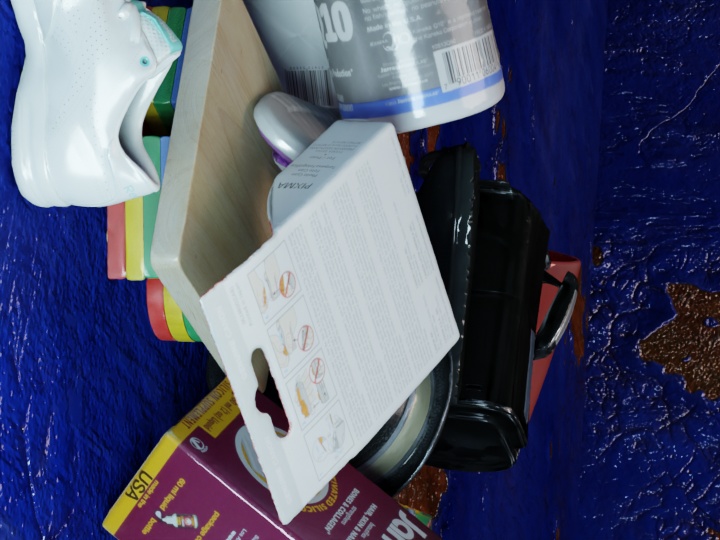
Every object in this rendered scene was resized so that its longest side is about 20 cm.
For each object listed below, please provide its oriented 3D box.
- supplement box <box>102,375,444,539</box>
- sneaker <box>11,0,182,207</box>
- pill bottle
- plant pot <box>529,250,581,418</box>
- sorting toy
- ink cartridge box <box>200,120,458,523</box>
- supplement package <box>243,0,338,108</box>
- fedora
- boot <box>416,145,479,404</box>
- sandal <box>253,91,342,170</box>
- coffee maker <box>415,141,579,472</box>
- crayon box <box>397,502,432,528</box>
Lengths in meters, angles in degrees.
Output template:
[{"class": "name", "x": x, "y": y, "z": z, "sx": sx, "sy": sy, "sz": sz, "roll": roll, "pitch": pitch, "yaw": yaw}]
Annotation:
[{"class": "supplement box", "x": -0.042, "y": 0.169, "z": 1.178, "sx": 0.086, "sy": 0.200, "sz": 0.110, "roll": -53, "pitch": 176, "yaw": 26}, {"class": "sneaker", "x": -0.139, "y": -0.135, "z": 1.030, "sx": 0.075, "sy": 0.088, "sz": 0.202, "roll": -29, "pitch": 118, "yaw": -73}, {"class": "pill bottle", "x": 0.021, "y": -0.198, "z": 1.257, "sx": 0.114, "sy": 0.113, "sz": 0.202, "roll": -49, "pitch": 127, "yaw": -69}, {"class": "plant pot", "x": 0.106, "y": 0.061, "z": 1.879, "sx": 0.200, "sy": 0.199, "sz": 0.179, "roll": -14, "pitch": 114, "yaw": -76}, {"class": "sorting toy", "x": -0.104, "y": -0.051, "z": 1.215, "sx": 0.200, "sy": 0.069, "sz": 0.200, "roll": 65, "pitch": 29, "yaw": -62}, {"class": "ink cartridge box", "x": -0.026, "y": 0.027, "z": 1.151, "sx": 0.200, "sy": 0.047, "sz": 0.161, "roll": -44, "pitch": 127, "yaw": -40}, {"class": "supplement package", "x": -0.023, "y": -0.211, "z": 1.434, "sx": 0.200, "sy": 0.120, "sz": 0.121, "roll": -65, "pitch": 151, "yaw": -58}, {"class": "fedora", "x": -0.037, "y": 0.077, "z": 1.302, "sx": 0.091, "sy": 0.200, "sz": 0.202, "roll": 34, "pitch": 54, "yaw": -44}, {"class": "boot", "x": 0.000, "y": 0.000, "z": 1.417, "sx": 0.076, "sy": 0.167, "sz": 0.202, "roll": -68, "pitch": 164, "yaw": -72}, {"class": "sandal", "x": -0.024, "y": -0.072, "z": 1.283, "sx": 0.050, "sy": 0.082, "sz": 0.202, "roll": -48, "pitch": 165, "yaw": 14}, {"class": "coffee maker", "x": 0.076, "y": 0.039, "z": 1.544, "sx": 0.192, "sy": 0.134, "sz": 0.201, "roll": 40, "pitch": 49, "yaw": -42}, {"class": "crayon box", "x": -0.022, "y": 0.206, "z": 1.460, "sx": 0.200, "sy": 0.118, "sz": 0.059, "roll": 40, "pitch": 52, "yaw": -73}]
